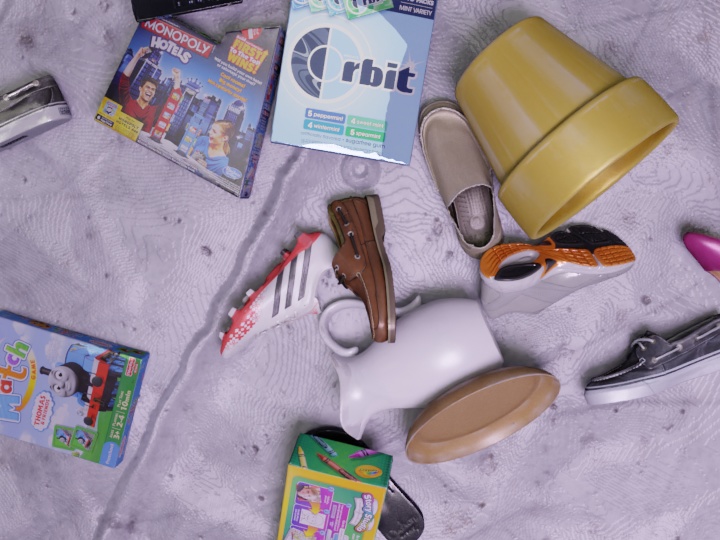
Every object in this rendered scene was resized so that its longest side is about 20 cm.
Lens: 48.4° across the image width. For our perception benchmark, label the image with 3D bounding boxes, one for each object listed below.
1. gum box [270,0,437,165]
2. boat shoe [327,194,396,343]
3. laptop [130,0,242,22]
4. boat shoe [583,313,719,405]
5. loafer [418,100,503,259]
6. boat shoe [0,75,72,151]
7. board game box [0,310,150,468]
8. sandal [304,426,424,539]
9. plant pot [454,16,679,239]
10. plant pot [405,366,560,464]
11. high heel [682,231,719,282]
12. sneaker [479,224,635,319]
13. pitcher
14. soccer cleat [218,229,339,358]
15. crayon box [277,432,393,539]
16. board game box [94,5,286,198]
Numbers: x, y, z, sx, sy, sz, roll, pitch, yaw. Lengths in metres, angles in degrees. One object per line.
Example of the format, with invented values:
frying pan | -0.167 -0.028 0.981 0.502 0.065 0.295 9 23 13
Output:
gum box | -0.009 -0.237 0.947 0.169 0.045 0.201 9 97 -7
boat shoe | 0.000 0.000 0.935 0.068 0.072 0.200 -5 53 -6
laptop | -0.179 -0.397 0.895 0.199 0.103 0.178 -12 78 -4
boat shoe | 0.360 0.107 0.977 0.200 0.072 0.071 -19 87 -5
loafer | 0.126 -0.108 0.955 0.076 0.068 0.200 -22 95 5
boat shoe | -0.456 -0.179 0.979 0.200 0.071 0.064 -23 96 -3
board game box | -0.387 0.152 1.028 0.200 0.037 0.152 16 98 2
sandal | 0.004 0.272 1.019 0.200 0.043 0.076 40 97 -2
plant pot | 0.211 -0.169 0.891 0.201 0.201 0.189 -38 79 6
plant pot | 0.140 0.168 0.945 0.200 0.200 0.028 -29 59 6
high heel | 0.451 0.037 0.954 0.200 0.067 0.096 33 87 -5
sneaker | 0.233 0.007 0.972 0.199 0.076 0.092 -8 135 -11
pitcher | 0.055 0.089 0.967 0.200 0.121 0.172 -24 72 9
soccer cleat | -0.095 0.041 0.986 0.085 0.069 0.200 40 92 2
crayon box | -0.037 0.303 0.981 0.118 0.058 0.200 13 120 4
board game box | -0.181 -0.220 0.961 0.200 0.062 0.200 29 96 0
